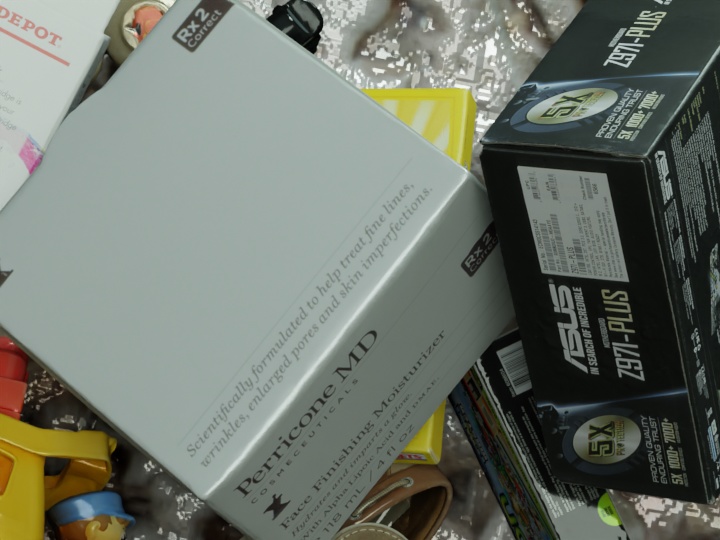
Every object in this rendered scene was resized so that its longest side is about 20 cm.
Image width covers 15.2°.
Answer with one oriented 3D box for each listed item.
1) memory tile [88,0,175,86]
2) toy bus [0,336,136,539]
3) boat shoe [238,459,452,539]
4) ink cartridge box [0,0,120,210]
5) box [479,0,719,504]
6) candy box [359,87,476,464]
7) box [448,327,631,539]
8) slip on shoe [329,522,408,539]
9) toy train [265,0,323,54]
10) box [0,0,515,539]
[{"bbox_3d":[-0.179,-0.188,1.430,0.153,0.017,0.201,-13,84,-8],"label":"memory tile"},{"bbox_3d":[-0.181,0.123,1.338,0.200,0.136,0.192,18,64,-6],"label":"toy bus"},{"bbox_3d":[-0.028,0.165,1.355,0.072,0.076,0.200,26,76,43],"label":"boat shoe"},{"bbox_3d":[-0.203,-0.094,1.368,0.115,0.068,0.200,28,92,-3],"label":"ink cartridge box"},{"bbox_3d":[0.144,-0.019,1.280,0.086,0.200,0.164,7,39,30],"label":"box"},{"bbox_3d":[0.000,0.000,1.384,0.102,0.026,0.201,1,69,13],"label":"candy box"},{"bbox_3d":[0.105,0.130,1.370,0.035,0.110,0.200,-25,85,-10],"label":"box"},{"bbox_3d":[-0.005,0.213,1.277,0.076,0.061,0.200,15,68,-1],"label":"slip on shoe"},{"bbox_3d":[-0.095,-0.073,1.408,0.200,0.046,0.034,-43,88,-11],"label":"toy train"},{"bbox_3d":[-0.054,0.002,1.310,0.200,0.131,0.199,38,86,31],"label":"box"}]
